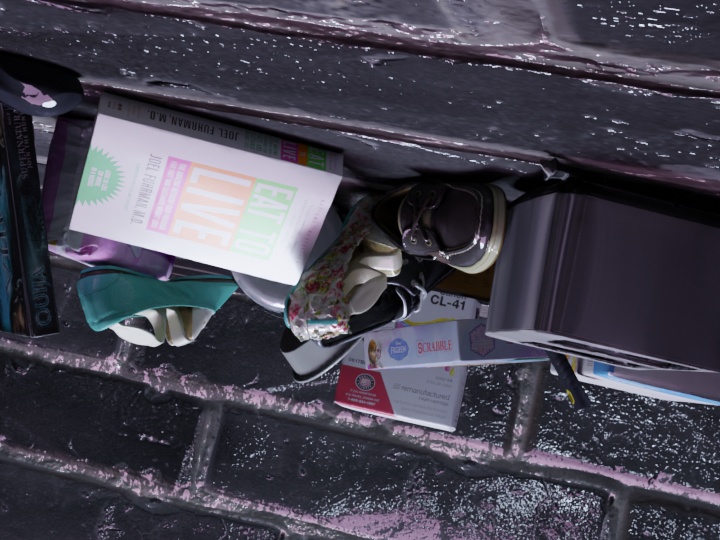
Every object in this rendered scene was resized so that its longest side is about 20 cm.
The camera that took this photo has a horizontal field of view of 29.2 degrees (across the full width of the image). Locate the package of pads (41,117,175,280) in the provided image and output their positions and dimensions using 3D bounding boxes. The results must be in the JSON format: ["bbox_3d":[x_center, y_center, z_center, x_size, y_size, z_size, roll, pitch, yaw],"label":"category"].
[{"bbox_3d":[-0.230,-0.060,1.298,0.074,0.122,0.200,10,174,14],"label":"package of pads"}]

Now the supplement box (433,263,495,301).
[{"bbox_3d":[0.123,-0.004,1.386,0.197,0.068,0.069,12,177,9],"label":"supplement box"}]

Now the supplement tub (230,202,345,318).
[{"bbox_3d":[-0.069,-0.014,1.402,0.121,0.125,0.200,12,174,0],"label":"supplement tub"}]

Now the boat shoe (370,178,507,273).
[{"bbox_3d":[0.060,-0.038,1.130,0.064,0.074,0.200,8,176,-17],"label":"boat shoe"}]

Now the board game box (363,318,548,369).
[{"bbox_3d":[0.133,0.073,1.391,0.197,0.042,0.199,-1,174,-26],"label":"board game box"}]

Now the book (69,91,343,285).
[{"bbox_3d":[-0.127,-0.067,1.126,0.197,0.049,0.134,13,138,-14],"label":"book"}]

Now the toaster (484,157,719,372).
[{"bbox_3d":[0.191,0.005,1.035,0.197,0.121,0.181,13,174,-9],"label":"toaster"}]

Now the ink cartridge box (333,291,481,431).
[{"bbox_3d":[0.060,0.075,1.625,0.145,0.203,0.086,11,174,9],"label":"ink cartridge box"}]

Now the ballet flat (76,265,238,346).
[{"bbox_3d":[-0.189,0.037,1.310,0.067,0.072,0.199,-14,170,34],"label":"ballet flat"}]

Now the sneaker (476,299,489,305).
[{"bbox_3d":[0.186,0.032,1.504,0.098,0.076,0.200,18,179,20],"label":"sneaker"}]

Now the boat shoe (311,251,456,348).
[{"bbox_3d":[0.032,0.016,1.297,0.198,0.073,0.068,-22,-139,-22],"label":"boat shoe"}]

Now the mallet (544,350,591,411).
[{"bbox_3d":[0.149,0.031,1.196,0.041,0.202,0.066,-30,176,-10],"label":"mallet"}]

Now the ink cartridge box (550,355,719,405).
[{"bbox_3d":[0.257,0.045,1.243,0.123,0.131,0.200,13,174,-8],"label":"ink cartridge box"}]

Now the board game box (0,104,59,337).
[{"bbox_3d":[-0.302,-0.046,1.203,0.028,0.203,0.135,-8,-177,-25],"label":"board game box"}]

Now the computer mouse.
[{"bbox_3d":[-0.302,-0.146,1.025,0.197,0.035,0.059,12,176,2],"label":"computer mouse"}]

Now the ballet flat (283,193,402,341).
[{"bbox_3d":[0.000,0.000,1.209,0.063,0.077,0.201,6,-144,23],"label":"ballet flat"}]

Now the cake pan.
[{"bbox_3d":[-0.019,0.033,1.511,0.037,0.201,0.200,40,167,-14],"label":"cake pan"}]
